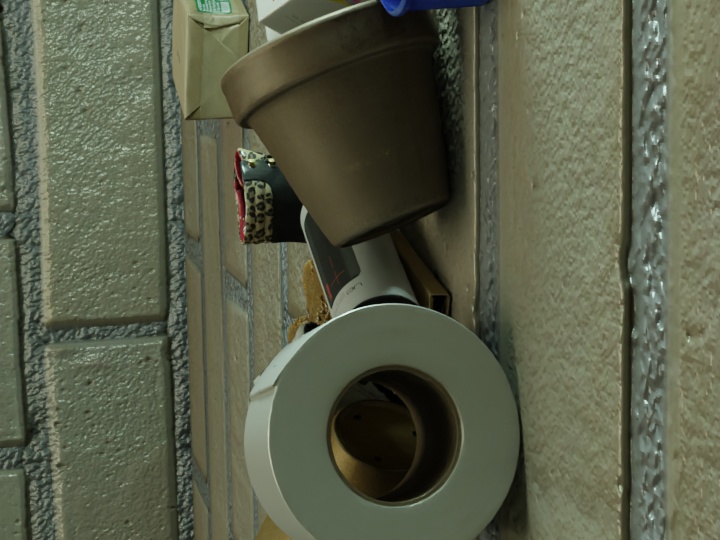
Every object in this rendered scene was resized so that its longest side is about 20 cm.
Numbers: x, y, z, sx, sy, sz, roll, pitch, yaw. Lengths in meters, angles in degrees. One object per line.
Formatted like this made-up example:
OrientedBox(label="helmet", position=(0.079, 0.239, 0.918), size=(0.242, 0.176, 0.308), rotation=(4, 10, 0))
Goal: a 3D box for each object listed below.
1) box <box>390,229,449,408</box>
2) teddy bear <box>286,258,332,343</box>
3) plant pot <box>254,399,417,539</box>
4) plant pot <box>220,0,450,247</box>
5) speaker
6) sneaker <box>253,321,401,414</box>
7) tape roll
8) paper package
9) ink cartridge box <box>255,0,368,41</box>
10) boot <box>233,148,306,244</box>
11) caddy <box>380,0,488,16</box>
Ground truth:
OrientedBox(label="box", position=(0.046, 0.062, 1.516), size=(0.200, 0.021, 0.165), rotation=(-122, 31, -66))
OrientedBox(label="teddy bear", position=(-0.023, 0.090, 1.600), size=(0.145, 0.066, 0.202), rotation=(-17, 74, 60))
OrientedBox(label="plant pot", position=(0.000, 0.220, 1.433), size=(0.187, 0.185, 0.201), rotation=(-109, 27, -52))
OrientedBox(label="plant pot", position=(-0.001, -0.121, 1.385), size=(0.200, 0.199, 0.176), rotation=(141, 107, -75))
OrientedBox(label="speaker", position=(0.000, 0.000, 1.483), size=(0.201, 0.080, 0.082), rotation=(-110, 21, -53))
OrientedBox(label="sneaker", position=(-0.029, 0.105, 1.456), size=(0.074, 0.080, 0.200), rotation=(57, -167, 30))
OrientedBox(label="tape roll", position=(0.013, 0.133, 1.270), size=(0.139, 0.201, 0.205), rotation=(145, 121, -76))
OrientedBox(label="paper package", position=(-0.247, -0.362, 2.584), size=(0.200, 0.102, 0.192), rotation=(-113, 23, -60))
OrientedBox(label="ink cartridge box", position=(-0.039, -0.291, 1.476), size=(0.199, 0.067, 0.118), rotation=(-31, 55, 31))
OrientedBox(label="boot", position=(-0.054, -0.116, 1.636), size=(0.073, 0.149, 0.202), rotation=(168, 100, -77))
OrientedBox(label="caddy", position=(0.041, -0.285, 1.267), size=(0.200, 0.104, 0.143), rotation=(-114, 25, -60))
